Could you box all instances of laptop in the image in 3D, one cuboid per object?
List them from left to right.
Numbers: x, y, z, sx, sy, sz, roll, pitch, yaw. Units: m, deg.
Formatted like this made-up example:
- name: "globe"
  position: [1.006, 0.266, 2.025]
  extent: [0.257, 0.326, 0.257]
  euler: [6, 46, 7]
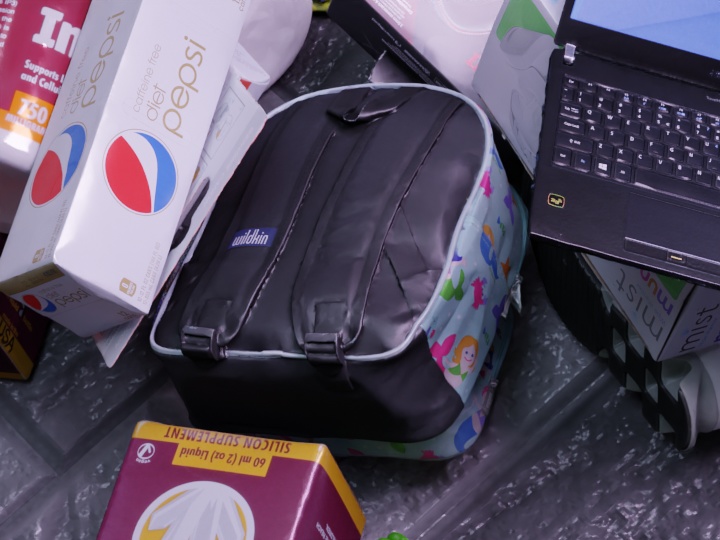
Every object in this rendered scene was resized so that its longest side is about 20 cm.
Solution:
- name: "laptop"
  position: [0.186, -0.095, 1.437]
  extent: [0.177, 0.103, 0.200]
  euler: [15, 49, -5]

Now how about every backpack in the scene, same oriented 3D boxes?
- name: "backpack"
  position: [0.000, 0.000, 1.591]
  extent: [0.177, 0.151, 0.201]
  euler: [0, 55, 27]

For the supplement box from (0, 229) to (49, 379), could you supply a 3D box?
- name: "supplement box"
  position: [-0.229, -0.044, 1.745]
  extent: [0.110, 0.086, 0.201]
  euler: [2, 58, 21]

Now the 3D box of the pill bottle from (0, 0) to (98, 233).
- name: "pill bottle"
  position: [-0.181, -0.130, 1.656]
  extent: [0.113, 0.113, 0.201]
  euler: [4, 65, 22]

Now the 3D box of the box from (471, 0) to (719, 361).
- name: "box"
  position: [0.185, -0.072, 1.552]
  extent: [0.176, 0.097, 0.200]
  euler: [-14, 57, -29]

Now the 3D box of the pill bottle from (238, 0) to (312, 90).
- name: "pill bottle"
  position: [-0.125, -0.192, 1.790]
  extent: [0.116, 0.116, 0.200]
  euler: [-37, 54, -7]

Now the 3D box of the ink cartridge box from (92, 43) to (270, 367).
- name: "ink cartridge box"
  position: [-0.100, -0.039, 1.624]
  extent: [0.163, 0.057, 0.200]
  euler: [-58, 29, 9]

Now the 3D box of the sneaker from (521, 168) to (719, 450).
- name: "sneaker"
  position: [0.159, 0.008, 1.591]
  extent: [0.088, 0.074, 0.200]
  euler: [-23, 53, -17]

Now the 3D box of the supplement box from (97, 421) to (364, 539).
- name: "supplement box"
  position: [-0.084, 0.189, 1.527]
  extent: [0.110, 0.086, 0.201]
  euler: [6, 60, 22]

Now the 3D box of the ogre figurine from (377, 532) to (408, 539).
- name: "ogre figurine"
  position: [0.026, 0.211, 1.471]
  extent: [0.119, 0.099, 0.200]
  euler: [11, 17, 20]

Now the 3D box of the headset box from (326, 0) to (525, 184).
- name: "headset box"
  position: [0.089, -0.157, 1.677]
  extent: [0.149, 0.075, 0.200]
  euler: [45, 77, 2]

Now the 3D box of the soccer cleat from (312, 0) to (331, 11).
- name: "soccer cleat"
  position: [0.007, -0.180, 1.782]
  extent: [0.200, 0.065, 0.084]
  euler: [36, 104, 30]

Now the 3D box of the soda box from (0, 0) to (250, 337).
- name: "soda box"
  position: [-0.125, -0.070, 1.569]
  extent: [0.068, 0.064, 0.201]
  euler: [-19, 48, 52]
